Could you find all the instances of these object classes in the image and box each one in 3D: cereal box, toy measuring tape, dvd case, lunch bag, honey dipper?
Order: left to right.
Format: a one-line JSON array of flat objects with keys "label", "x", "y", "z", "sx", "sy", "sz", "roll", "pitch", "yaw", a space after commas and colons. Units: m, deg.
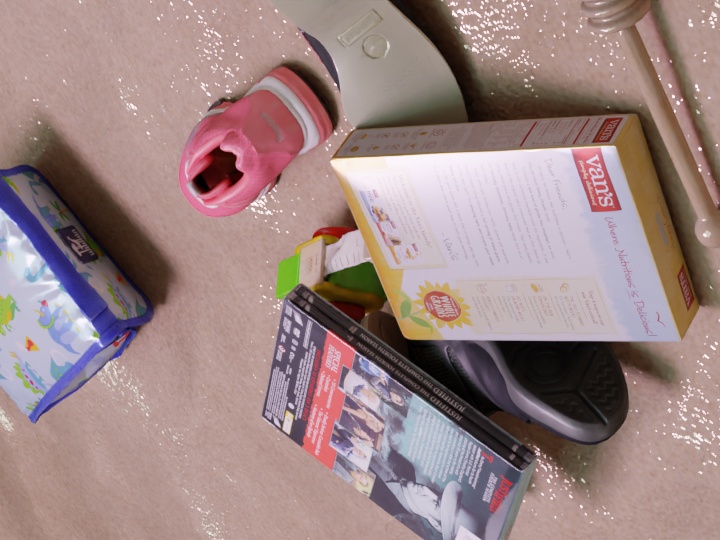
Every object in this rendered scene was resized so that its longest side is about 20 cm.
[{"label": "lunch bag", "x": -0.264, "y": 0.012, "z": 1.988, "sx": 0.170, "sy": 0.127, "sz": 0.200, "roll": 49, "pitch": 161, "yaw": 2}, {"label": "toy measuring tape", "x": 0.000, "y": 0.000, "z": 1.651, "sx": 0.074, "sy": 0.073, "sz": 0.200, "roll": 53, "pitch": 158, "yaw": -6}, {"label": "dvd case", "x": 0.022, "y": 0.111, "z": 1.637, "sx": 0.200, "sy": 0.022, "sz": 0.146, "roll": 36, "pitch": 145, "yaw": 18}, {"label": "cereal box", "x": 0.094, "y": -0.023, "z": 1.478, "sx": 0.199, "sy": 0.040, "sz": 0.144, "roll": 0, "pitch": 126, "yaw": 32}, {"label": "honey dipper", "x": 0.166, "y": -0.095, "z": 1.355, "sx": 0.038, "sy": 0.038, "sz": 0.201, "roll": 7, "pitch": 132, "yaw": 51}]

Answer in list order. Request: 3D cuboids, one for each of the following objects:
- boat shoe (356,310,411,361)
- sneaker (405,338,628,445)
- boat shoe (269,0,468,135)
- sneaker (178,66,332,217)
[{"label": "boat shoe", "x": 0.035, "y": 0.110, "z": 1.698, "sx": 0.064, "sy": 0.072, "sz": 0.200, "roll": -18, "pitch": 131, "yaw": 22}, {"label": "sneaker", "x": 0.101, "y": 0.071, "z": 1.598, "sx": 0.199, "sy": 0.076, "sz": 0.115, "roll": 31, "pitch": 148, "yaw": 36}, {"label": "boat shoe", "x": 0.004, "y": -0.146, "z": 1.499, "sx": 0.073, "sy": 0.063, "sz": 0.202, "roll": -30, "pitch": 117, "yaw": 19}, {"label": "sneaker", "x": -0.097, "y": -0.077, "z": 1.689, "sx": 0.074, "sy": 0.087, "sz": 0.200, "roll": 52, "pitch": 151, "yaw": -1}]
